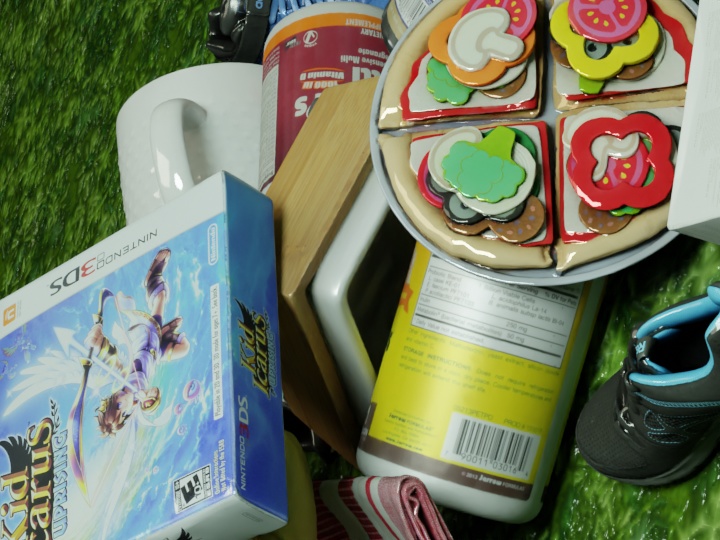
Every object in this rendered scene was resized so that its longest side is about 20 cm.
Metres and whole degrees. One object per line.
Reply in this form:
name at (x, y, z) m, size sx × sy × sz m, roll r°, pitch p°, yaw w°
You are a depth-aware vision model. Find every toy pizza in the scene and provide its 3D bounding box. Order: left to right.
toy pizza at (0.101, -0.087, 1.252) m, size 0.032 × 0.199 × 0.201 m, roll 64°, pitch -152°, yaw -63°

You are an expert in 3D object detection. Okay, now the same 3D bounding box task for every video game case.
video game case at (-0.122, 0.071, 1.249) m, size 0.181 × 0.045 × 0.201 m, roll -29°, pitch 48°, yaw 31°

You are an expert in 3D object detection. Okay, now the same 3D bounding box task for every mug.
mug at (-0.098, -0.042, 1.623) m, size 0.147 × 0.200 × 0.176 m, roll -14°, pitch 64°, yaw 11°

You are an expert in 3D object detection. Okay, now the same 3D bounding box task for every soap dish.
soap dish at (0.000, 0.000, 1.360) m, size 0.158 × 0.081 × 0.200 m, roll -63°, pitch -24°, yaw -25°

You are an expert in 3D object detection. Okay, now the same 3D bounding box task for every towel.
towel at (0.021, 0.180, 1.305) m, size 0.145 × 0.023 × 0.200 m, roll 63°, pitch 159°, yaw -4°

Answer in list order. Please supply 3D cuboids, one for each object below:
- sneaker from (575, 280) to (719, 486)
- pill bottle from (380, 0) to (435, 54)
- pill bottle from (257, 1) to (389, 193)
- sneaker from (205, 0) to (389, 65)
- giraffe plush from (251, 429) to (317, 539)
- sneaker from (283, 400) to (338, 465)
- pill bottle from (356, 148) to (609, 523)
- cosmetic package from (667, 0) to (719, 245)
sneaker at (0.155, 0.048, 1.154) m, size 0.200 × 0.081 × 0.074 m, roll -39°, pitch 43°, yaw 53°
pill bottle at (0.102, -0.194, 1.379) m, size 0.200 × 0.111 × 0.112 m, roll -57°, pitch 29°, yaw 33°
pill bottle at (-0.013, -0.067, 1.547) m, size 0.110 × 0.109 × 0.201 m, roll -42°, pitch 39°, yaw 49°
sneaker at (-0.040, -0.191, 1.678) m, size 0.200 × 0.111 × 0.077 m, roll -31°, pitch 48°, yaw 56°
giraffe plush at (-0.065, 0.198, 1.327) m, size 0.173 × 0.199 × 0.163 m, roll -58°, pitch -28°, yaw -32°
sneaker at (-0.086, 0.086, 1.555) m, size 0.199 × 0.071 × 0.080 m, roll 1°, pitch 54°, yaw 34°
pill bottle at (0.073, 0.031, 1.304) m, size 0.109 × 0.109 × 0.201 m, roll 16°, pitch 89°, yaw 65°
cosmetic package at (0.209, -0.116, 1.178) m, size 0.082 × 0.050 × 0.201 m, roll -17°, pitch 60°, yaw 64°
